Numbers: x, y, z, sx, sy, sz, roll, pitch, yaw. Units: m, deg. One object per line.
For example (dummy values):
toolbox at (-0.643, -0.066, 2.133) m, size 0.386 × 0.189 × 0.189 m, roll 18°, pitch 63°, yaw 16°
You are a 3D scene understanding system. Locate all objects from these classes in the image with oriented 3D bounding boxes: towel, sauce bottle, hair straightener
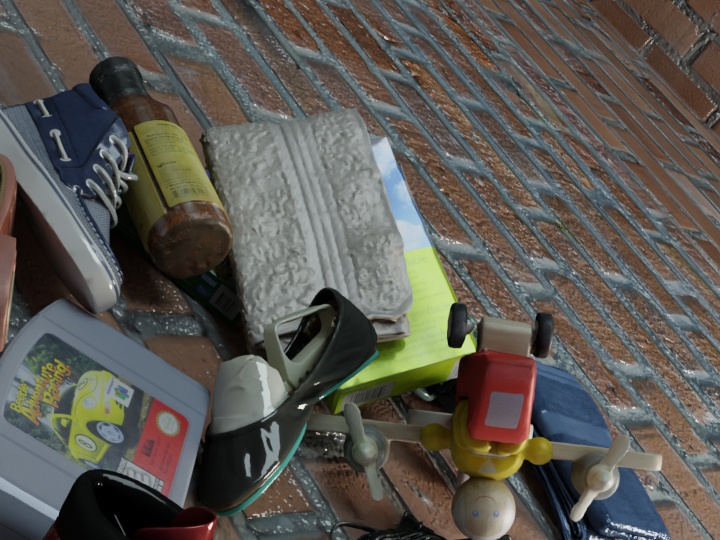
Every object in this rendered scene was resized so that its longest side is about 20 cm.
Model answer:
towel at (-0.040, -0.032, 1.021) m, size 0.131 × 0.035 × 0.202 m, roll -9°, pitch 64°, yaw -16°
sauce bottle at (-0.153, -0.083, 1.001) m, size 0.066 × 0.066 × 0.201 m, roll 16°, pitch 35°, yaw -42°
towel at (0.185, 0.162, 1.170) m, size 0.111 × 0.049 × 0.201 m, roll 21°, pitch 30°, yaw -37°
hair straightener at (0.040, 0.198, 0.922) m, size 0.199 × 0.041 × 0.077 m, roll 5°, pitch 19°, yaw -44°

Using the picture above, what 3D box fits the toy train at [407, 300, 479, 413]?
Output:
toy train at (0.046, 0.038, 1.149) m, size 0.200 × 0.085 × 0.114 m, roll 49°, pitch 13°, yaw 24°

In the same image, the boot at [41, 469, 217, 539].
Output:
boot at (-0.079, 0.190, 0.610) m, size 0.200 × 0.144 × 0.072 m, roll 44°, pitch 23°, yaw 6°

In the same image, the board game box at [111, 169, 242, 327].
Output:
board game box at (-0.151, -0.052, 1.066) m, size 0.199 × 0.029 × 0.135 m, roll 39°, pitch 25°, yaw -3°

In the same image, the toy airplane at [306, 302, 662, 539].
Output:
toy airplane at (0.085, 0.126, 0.966) m, size 0.199 × 0.199 × 0.142 m, roll 32°, pitch 53°, yaw -41°

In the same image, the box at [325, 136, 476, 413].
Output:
box at (0.000, 0.000, 1.057) m, size 0.121 × 0.048 × 0.201 m, roll -14°, pitch 65°, yaw -17°

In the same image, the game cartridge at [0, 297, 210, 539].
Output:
game cartridge at (-0.160, 0.096, 0.789) m, size 0.132 × 0.041 × 0.201 m, roll 30°, pitch 25°, yaw -13°

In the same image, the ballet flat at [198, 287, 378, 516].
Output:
ballet flat at (-0.057, 0.076, 0.890) m, size 0.069 × 0.068 × 0.200 m, roll 62°, pitch 37°, yaw -16°

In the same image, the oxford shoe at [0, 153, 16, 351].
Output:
oxford shoe at (-0.248, -0.023, 0.825) m, size 0.073 × 0.071 × 0.200 m, roll 5°, pitch 24°, yaw -17°

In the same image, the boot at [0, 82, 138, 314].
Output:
boot at (-0.184, -0.059, 0.913) m, size 0.090 × 0.073 × 0.200 m, roll -26°, pitch 52°, yaw -18°
